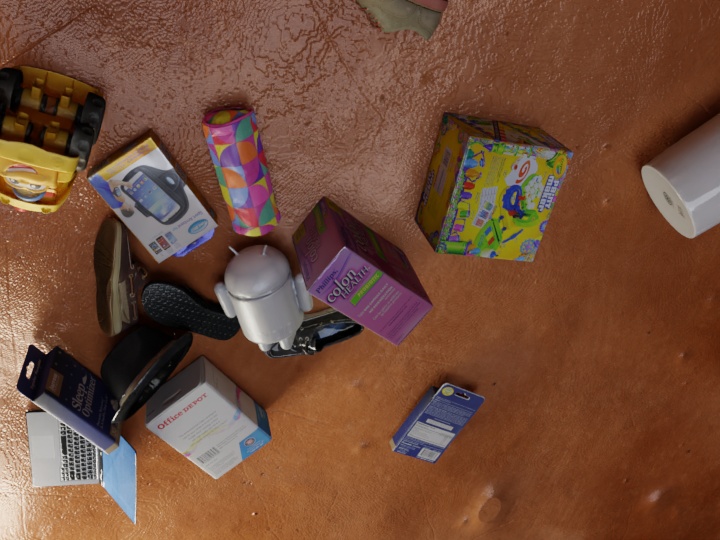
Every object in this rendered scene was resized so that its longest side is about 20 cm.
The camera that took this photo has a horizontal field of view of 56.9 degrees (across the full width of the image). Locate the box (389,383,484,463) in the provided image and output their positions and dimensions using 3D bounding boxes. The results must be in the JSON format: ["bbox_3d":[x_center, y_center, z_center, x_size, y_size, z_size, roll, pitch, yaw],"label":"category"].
[{"bbox_3d":[0.165,0.321,1.423,0.120,0.033,0.201,24,113,-27],"label":"box"}]

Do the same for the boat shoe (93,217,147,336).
[{"bbox_3d":[-0.385,0.008,1.079,0.071,0.072,0.203,-14,120,-44],"label":"boat shoe"}]

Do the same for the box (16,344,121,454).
[{"bbox_3d":[-0.486,0.212,1.131,0.032,0.122,0.200,-34,123,9],"label":"box"}]

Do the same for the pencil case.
[{"bbox_3d":[-0.181,-0.151,1.024,0.087,0.089,0.203,-14,125,-7],"label":"pencil case"}]

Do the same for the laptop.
[{"bbox_3d":[-0.511,0.364,1.219,0.196,0.116,0.190,2,119,-17],"label":"laptop"}]

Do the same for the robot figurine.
[{"bbox_3d":[-0.162,0.042,1.124,0.167,0.114,0.202,-9,123,9],"label":"robot figurine"}]

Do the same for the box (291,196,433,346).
[{"bbox_3d":[0.000,0.000,1.107,0.199,0.177,0.097,32,109,-29],"label":"box"}]

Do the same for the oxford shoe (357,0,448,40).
[{"bbox_3d":[0.029,-0.380,0.951,0.197,0.071,0.076,9,123,-19],"label":"oxford shoe"}]

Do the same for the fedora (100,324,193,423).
[{"bbox_3d":[-0.378,0.160,1.129,0.091,0.201,0.201,40,106,0],"label":"fedora"}]

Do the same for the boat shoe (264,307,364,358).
[{"bbox_3d":[-0.084,0.123,1.223,0.197,0.067,0.071,-18,124,-5],"label":"boat shoe"}]

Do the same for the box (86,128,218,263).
[{"bbox_3d":[-0.314,-0.103,1.039,0.118,0.042,0.201,-31,121,4],"label":"box"}]

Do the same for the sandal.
[{"bbox_3d":[-0.296,0.066,1.148,0.075,0.048,0.200,-45,134,13],"label":"sandal"}]

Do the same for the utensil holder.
[{"bbox_3d":[0.634,-0.179,1.186,0.198,0.171,0.170,-33,124,9],"label":"utensil holder"}]

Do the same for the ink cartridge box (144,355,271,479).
[{"bbox_3d":[-0.285,0.278,1.249,0.144,0.085,0.201,-35,124,7],"label":"ink cartridge box"}]

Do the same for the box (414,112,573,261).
[{"bbox_3d":[0.218,-0.137,1.117,0.189,0.122,0.203,5,118,-18],"label":"box"}]

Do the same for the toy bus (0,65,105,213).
[{"bbox_3d":[-0.435,-0.148,0.890,0.134,0.201,0.194,15,123,-22],"label":"toy bus"}]
